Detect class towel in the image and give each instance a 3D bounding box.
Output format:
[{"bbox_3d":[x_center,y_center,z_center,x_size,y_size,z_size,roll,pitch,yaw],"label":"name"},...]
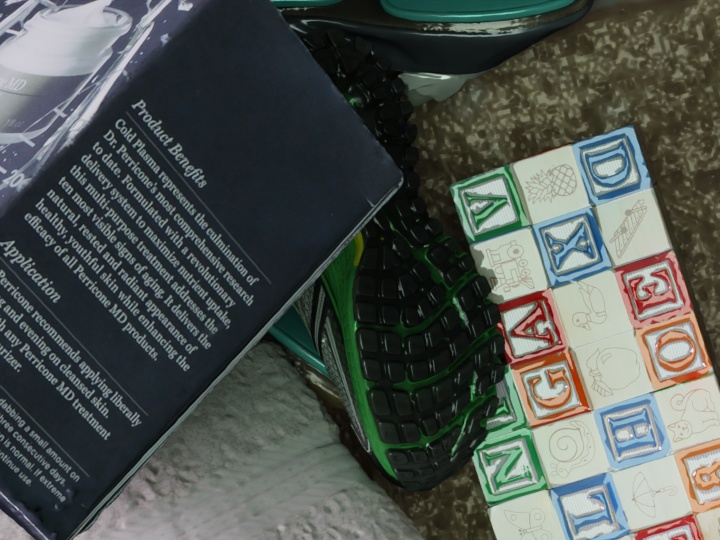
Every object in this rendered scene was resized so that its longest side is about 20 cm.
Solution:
[{"bbox_3d":[-0.083,0.109,0.899,0.200,0.035,0.133,-24,62,-28],"label":"towel"}]

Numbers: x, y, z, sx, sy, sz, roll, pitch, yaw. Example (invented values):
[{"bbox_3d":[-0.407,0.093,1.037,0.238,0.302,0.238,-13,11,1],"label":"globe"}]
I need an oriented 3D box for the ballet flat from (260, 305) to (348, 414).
[{"bbox_3d":[-0.069,0.017,1.017,0.200,0.068,0.072,38,119,3],"label":"ballet flat"}]

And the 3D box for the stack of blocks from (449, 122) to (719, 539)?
[{"bbox_3d":[0.101,0.046,0.990,0.115,0.059,0.200,-18,92,10],"label":"stack of blocks"}]

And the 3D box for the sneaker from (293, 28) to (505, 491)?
[{"bbox_3d":[0.000,0.000,0.961,0.085,0.078,0.200,-26,80,55],"label":"sneaker"}]

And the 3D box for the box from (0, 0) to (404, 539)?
[{"bbox_3d":[-0.125,-0.026,0.867,0.197,0.200,0.124,-46,123,-13],"label":"box"}]

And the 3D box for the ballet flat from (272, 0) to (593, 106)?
[{"bbox_3d":[0.005,-0.110,0.993,0.199,0.073,0.073,2,95,5],"label":"ballet flat"}]
